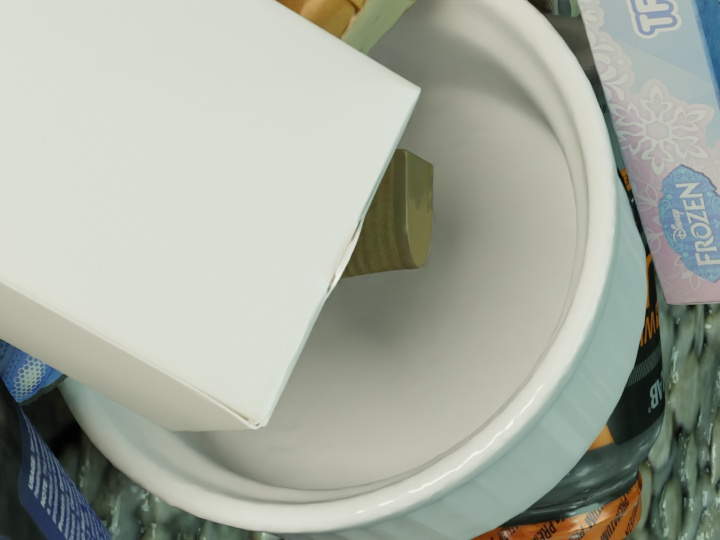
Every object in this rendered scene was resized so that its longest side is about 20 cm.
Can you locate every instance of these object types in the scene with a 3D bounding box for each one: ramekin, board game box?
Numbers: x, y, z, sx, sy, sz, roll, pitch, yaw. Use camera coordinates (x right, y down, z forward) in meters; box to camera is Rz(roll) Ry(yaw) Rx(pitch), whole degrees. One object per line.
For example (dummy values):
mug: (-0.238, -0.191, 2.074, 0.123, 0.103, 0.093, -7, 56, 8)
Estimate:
ramekin: (0.000, 0.000, 0.974, 0.098, 0.200, 0.201, 43, 56, -63)
board game box: (0.118, -0.128, 0.993, 0.199, 0.043, 0.200, -70, 150, -43)

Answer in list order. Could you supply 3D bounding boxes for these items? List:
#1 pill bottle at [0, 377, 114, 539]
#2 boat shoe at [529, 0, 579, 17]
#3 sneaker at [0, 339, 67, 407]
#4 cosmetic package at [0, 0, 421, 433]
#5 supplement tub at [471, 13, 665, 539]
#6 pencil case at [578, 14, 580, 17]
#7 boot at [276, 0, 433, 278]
pill bottle: (-0.132, 0.084, 0.823, 0.112, 0.111, 0.200, -66, 145, -33)
boat shoe: (0.084, -0.183, 1.178, 0.072, 0.076, 0.200, -30, 150, -15)
sneaker: (-0.132, -0.053, 0.864, 0.089, 0.078, 0.201, -23, 107, -47)
cosmetic package: (-0.098, -0.047, 0.775, 0.200, 0.085, 0.108, 32, 75, -17)
supplement tub: (0.056, 0.008, 1.145, 0.122, 0.122, 0.201, -35, 123, -55)
pencil case: (0.128, -0.184, 1.295, 0.091, 0.083, 0.201, -8, 101, -47)
boot: (-0.048, -0.089, 0.925, 0.071, 0.143, 0.202, 40, 51, -71)
